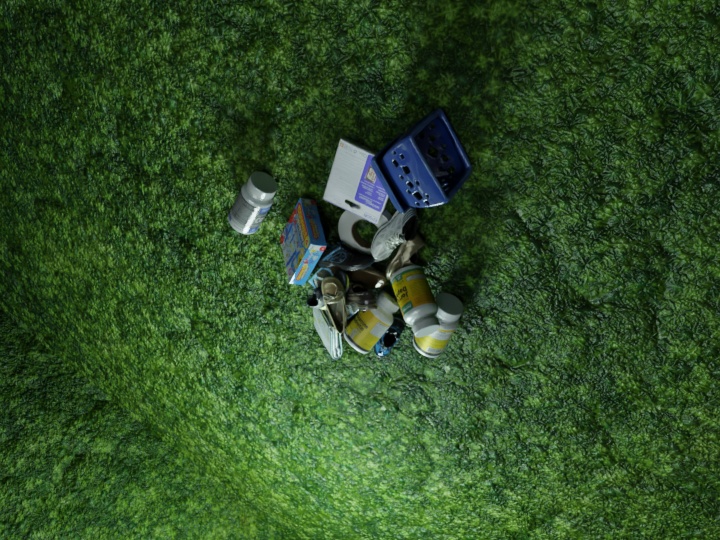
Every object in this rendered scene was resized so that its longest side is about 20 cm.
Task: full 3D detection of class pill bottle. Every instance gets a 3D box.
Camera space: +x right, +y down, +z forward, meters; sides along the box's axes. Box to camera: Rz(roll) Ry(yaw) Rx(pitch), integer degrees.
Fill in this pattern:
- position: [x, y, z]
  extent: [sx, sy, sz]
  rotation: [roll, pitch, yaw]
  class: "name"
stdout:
- position: [0.251, 0.176, 1.749]
  extent: [0.113, 0.115, 0.202]
  rotation: [28, 129, 8]
  class: "pill bottle"
- position: [0.172, 0.095, 1.660]
  extent: [0.113, 0.111, 0.203]
  rotation: [-42, 57, 40]
  class: "pill bottle"
- position: [-0.356, -0.225, 1.798]
  extent: [0.113, 0.114, 0.200]
  rotation: [39, 131, -2]
  class: "pill bottle"
- position: [0.041, 0.171, 1.821]
  extent: [0.112, 0.112, 0.201]
  rotation: [38, 101, -2]
  class: "pill bottle"

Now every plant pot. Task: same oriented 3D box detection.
- position: [0.155, -0.280, 1.444]
  extent: [0.178, 0.200, 0.202]
  rotation: [-18, 112, 43]
  class: "plant pot"

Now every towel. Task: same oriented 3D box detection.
- position: [-0.118, 0.199, 1.933]
  extent: [0.172, 0.047, 0.202]
  rotation: [58, 157, 35]
  class: "towel"

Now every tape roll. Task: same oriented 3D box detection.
- position: [0.025, -0.122, 1.717]
  extent: [0.199, 0.037, 0.206]
  rotation: [13, 126, 19]
  class: "tape roll"

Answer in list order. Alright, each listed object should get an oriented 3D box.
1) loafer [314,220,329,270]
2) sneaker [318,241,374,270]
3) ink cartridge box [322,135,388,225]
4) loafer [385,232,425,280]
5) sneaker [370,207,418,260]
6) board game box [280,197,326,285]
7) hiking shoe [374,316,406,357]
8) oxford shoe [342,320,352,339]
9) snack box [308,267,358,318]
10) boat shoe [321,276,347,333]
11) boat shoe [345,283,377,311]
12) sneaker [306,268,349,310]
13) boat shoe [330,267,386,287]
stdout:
- position: [-0.161, -0.086, 1.814]
  extent: [0.071, 0.073, 0.202]
  rotation: [33, 127, 17]
  class: "loafer"
- position: [-0.051, -0.048, 1.737]
  extent: [0.196, 0.073, 0.083]
  rotation: [2, 109, 20]
  class: "sneaker"
- position: [0.001, -0.267, 1.613]
  extent: [0.196, 0.043, 0.202]
  rotation: [26, 120, 9]
  class: "ink cartridge box"
- position: [0.138, -0.036, 1.690]
  extent: [0.067, 0.076, 0.202]
  rotation: [34, 131, 11]
  class: "loafer"
- position: [0.099, -0.099, 1.600]
  extent: [0.075, 0.116, 0.202]
  rotation: [30, 110, -18]
  class: "sneaker"
- position: [-0.189, -0.094, 1.752]
  extent: [0.055, 0.202, 0.197]
  rotation: [6, 138, -29]
  class: "board game box"
- position: [0.088, 0.246, 1.899]
  extent: [0.074, 0.087, 0.202]
  rotation: [30, 130, 6]
  class: "hiking shoe"
- position: [-0.012, 0.208, 1.925]
  extent: [0.197, 0.072, 0.071]
  rotation: [-8, 148, 31]
  class: "oxford shoe"
- position: [-0.078, 0.068, 1.899]
  extent: [0.200, 0.037, 0.116]
  rotation: [44, 131, -5]
  class: "snack box"
- position: [-0.081, 0.110, 1.743]
  extent: [0.072, 0.064, 0.203]
  rotation: [-8, 125, -1]
  class: "boat shoe"
- position: [-0.003, 0.078, 1.768]
  extent: [0.199, 0.073, 0.075]
  rotation: [14, 108, 60]
  class: "boat shoe"
- position: [-0.107, 0.068, 1.785]
  extent: [0.200, 0.080, 0.074]
  rotation: [-50, 61, 35]
  class: "sneaker"
- position: [0.000, 0.000, 1.791]
  extent: [0.197, 0.065, 0.072]
  rotation: [15, 135, 22]
  class: "boat shoe"
